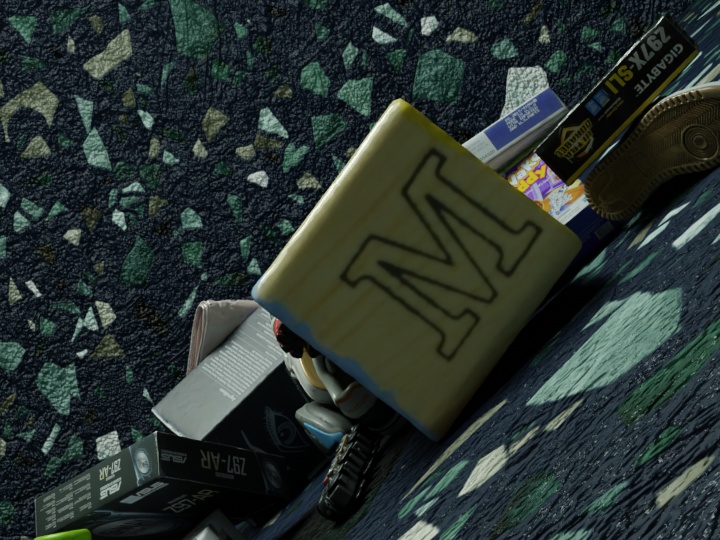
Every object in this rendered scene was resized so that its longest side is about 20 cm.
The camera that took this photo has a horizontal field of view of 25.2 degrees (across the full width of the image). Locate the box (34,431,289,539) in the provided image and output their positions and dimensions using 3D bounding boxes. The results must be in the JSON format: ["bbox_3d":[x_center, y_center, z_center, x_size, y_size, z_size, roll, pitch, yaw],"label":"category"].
[{"bbox_3d":[-0.189,0.217,1.529,0.159,0.044,0.199,17,-36,-42],"label":"box"}]

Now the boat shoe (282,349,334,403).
[{"bbox_3d":[-0.046,0.084,1.648,0.201,0.070,0.070,-103,29,-59],"label":"boat shoe"}]

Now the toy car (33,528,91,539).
[{"bbox_3d":[-0.271,0.333,1.525,0.156,0.167,0.200,-12,-8,16],"label":"toy car"}]

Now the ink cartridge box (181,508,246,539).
[{"bbox_3d":[-0.156,0.288,1.452,0.116,0.067,0.200,-42,2,4],"label":"ink cartridge box"}]

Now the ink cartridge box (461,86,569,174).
[{"bbox_3d":[0.130,-0.078,1.644,0.195,0.043,0.200,-34,-23,-4],"label":"ink cartridge box"}]

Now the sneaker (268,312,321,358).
[{"bbox_3d":[0.000,0.000,1.499,0.198,0.078,0.082,-26,34,-6],"label":"sneaker"}]

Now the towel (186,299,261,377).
[{"bbox_3d":[-0.116,0.126,1.849,0.198,0.032,0.193,1,-72,-39],"label":"towel"}]

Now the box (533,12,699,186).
[{"bbox_3d":[0.233,-0.157,1.449,0.160,0.049,0.200,-45,-1,14],"label":"box"}]

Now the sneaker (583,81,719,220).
[{"bbox_3d":[0.282,-0.123,1.394,0.108,0.070,0.200,-41,1,-37],"label":"sneaker"}]

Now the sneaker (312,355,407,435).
[{"bbox_3d":[-0.001,0.060,1.552,0.078,0.079,0.201,-41,40,27],"label":"sneaker"}]

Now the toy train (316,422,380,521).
[{"bbox_3d":[-0.011,0.179,1.421,0.046,0.034,0.200,-55,0,11],"label":"toy train"}]

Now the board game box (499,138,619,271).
[{"bbox_3d":[0.130,-0.020,1.527,0.199,0.045,0.135,-40,33,4],"label":"board game box"}]

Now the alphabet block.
[{"bbox_3d":[0.041,-0.001,1.357,0.201,0.196,0.195,-53,4,-1],"label":"alphabet block"}]

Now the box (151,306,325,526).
[{"bbox_3d":[-0.105,0.152,1.779,0.200,0.149,0.104,-42,39,-16],"label":"box"}]

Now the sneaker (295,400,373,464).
[{"bbox_3d":[-0.016,0.145,1.622,0.082,0.074,0.200,-38,4,-1],"label":"sneaker"}]
